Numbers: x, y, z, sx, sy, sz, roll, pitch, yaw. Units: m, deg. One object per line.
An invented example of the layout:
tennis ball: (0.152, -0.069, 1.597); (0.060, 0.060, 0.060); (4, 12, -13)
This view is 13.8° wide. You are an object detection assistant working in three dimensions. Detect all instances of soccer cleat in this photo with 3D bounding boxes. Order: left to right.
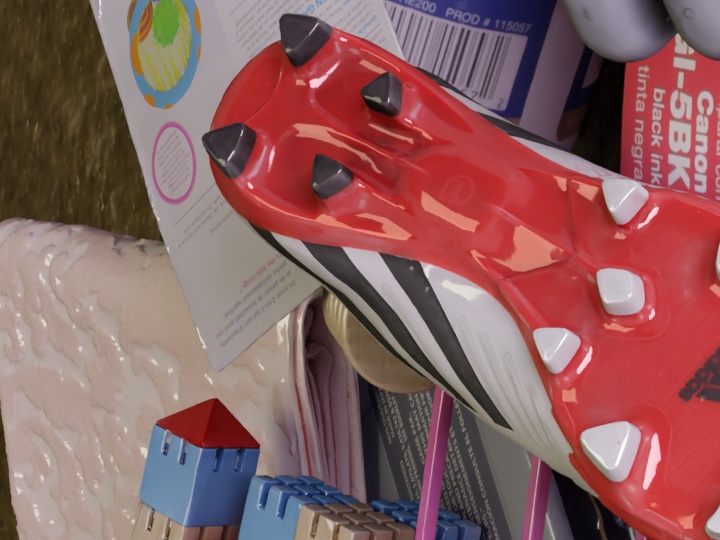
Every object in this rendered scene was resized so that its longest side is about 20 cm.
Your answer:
soccer cleat: (0.048, 0.010, 0.668); (0.200, 0.085, 0.069); (33, 84, 30)

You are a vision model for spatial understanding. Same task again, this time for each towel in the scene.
towel: (-0.066, 0.083, 1.027); (0.199, 0.032, 0.192); (10, 108, 51)

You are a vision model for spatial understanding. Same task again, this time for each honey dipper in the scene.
honey dipper: (0.000, 0.000, 0.869); (0.200, 0.038, 0.038); (-134, 49, -79)

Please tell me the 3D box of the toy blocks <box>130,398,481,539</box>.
toy blocks: (-0.011, 0.124, 0.893); (0.200, 0.100, 0.138); (24, 105, 46)

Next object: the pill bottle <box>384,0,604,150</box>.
pill bottle: (0.038, -0.137, 0.875); (0.111, 0.110, 0.201); (45, 126, 47)

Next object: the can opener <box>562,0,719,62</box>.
can opener: (0.107, -0.117, 0.616); (0.052, 0.200, 0.067); (3, 133, 48)

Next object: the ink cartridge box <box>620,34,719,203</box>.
ink cartridge box: (0.172, -0.036, 0.635); (0.200, 0.146, 0.083); (19, 106, 56)

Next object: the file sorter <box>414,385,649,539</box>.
file sorter: (0.120, 0.064, 0.726); (0.200, 0.138, 0.126); (16, 99, 56)

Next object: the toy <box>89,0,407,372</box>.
toy: (-0.028, -0.087, 0.838); (0.115, 0.047, 0.201); (-42, 63, 44)

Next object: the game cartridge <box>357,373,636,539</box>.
game cartridge: (0.041, 0.081, 0.918); (0.133, 0.041, 0.201); (-52, 47, 52)
